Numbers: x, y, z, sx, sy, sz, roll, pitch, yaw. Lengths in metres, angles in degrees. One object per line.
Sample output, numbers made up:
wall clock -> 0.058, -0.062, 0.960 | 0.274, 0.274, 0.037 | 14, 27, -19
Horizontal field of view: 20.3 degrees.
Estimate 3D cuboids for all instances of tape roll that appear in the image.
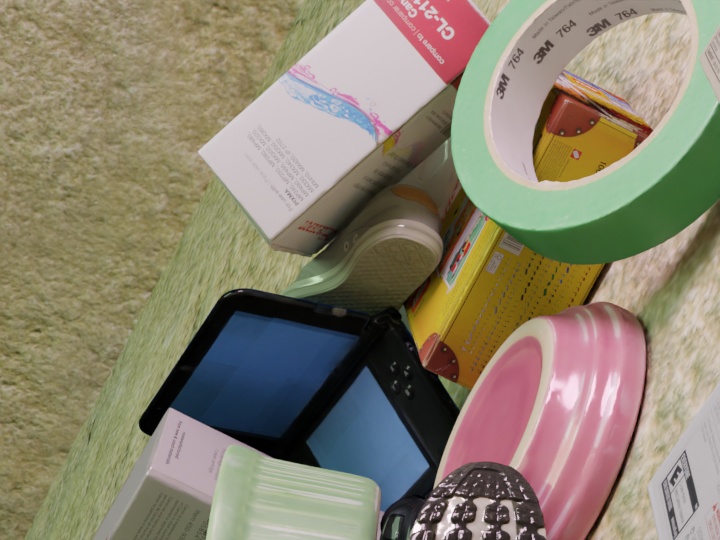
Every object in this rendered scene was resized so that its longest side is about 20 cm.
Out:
tape roll -> 0.146, -0.103, 1.183 | 0.200, 0.048, 0.201 | -23, 50, 31

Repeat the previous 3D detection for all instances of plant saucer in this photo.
plant saucer -> 0.097, 0.105, 1.190 | 0.201, 0.051, 0.201 | -59, 14, 24

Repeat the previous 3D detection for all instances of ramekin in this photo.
ramekin -> -0.044, 0.211, 1.226 | 0.200, 0.098, 0.200 | 6, -90, -89

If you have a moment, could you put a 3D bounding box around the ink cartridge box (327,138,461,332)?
ink cartridge box -> 0.039, -0.052, 1.520 | 0.200, 0.083, 0.147 | 80, -150, -68

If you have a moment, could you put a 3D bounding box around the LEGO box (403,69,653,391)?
LEGO box -> 0.110, -0.027, 1.335 | 0.200, 0.077, 0.149 | -62, 11, 13

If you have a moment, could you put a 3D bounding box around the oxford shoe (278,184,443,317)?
oxford shoe -> 0.000, 0.000, 1.394 | 0.200, 0.075, 0.058 | -43, 32, 52

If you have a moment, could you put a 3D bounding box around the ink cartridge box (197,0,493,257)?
ink cartridge box -> 0.003, -0.107, 1.338 | 0.200, 0.083, 0.146 | -41, -8, 6

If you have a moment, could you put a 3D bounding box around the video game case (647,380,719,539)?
video game case -> 0.193, 0.085, 0.886 | 0.182, 0.023, 0.200 | -60, 12, 24

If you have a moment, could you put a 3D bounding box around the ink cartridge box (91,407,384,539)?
ink cartridge box -> -0.080, 0.209, 1.388 | 0.147, 0.200, 0.083 | -58, 10, 28

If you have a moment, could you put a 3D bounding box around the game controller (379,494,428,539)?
game controller -> 0.022, 0.233, 1.179 | 0.104, 0.042, 0.200 | 71, -154, -87

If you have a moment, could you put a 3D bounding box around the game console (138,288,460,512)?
game console -> -0.041, 0.116, 1.401 | 0.118, 0.171, 0.200 | -19, -22, -36

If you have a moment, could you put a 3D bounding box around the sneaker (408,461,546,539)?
sneaker -> 0.054, 0.203, 1.089 | 0.089, 0.077, 0.200 | 100, 179, -69

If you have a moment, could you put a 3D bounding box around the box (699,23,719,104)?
box -> 0.254, -0.156, 0.973 | 0.200, 0.078, 0.095 | -60, 13, 23
